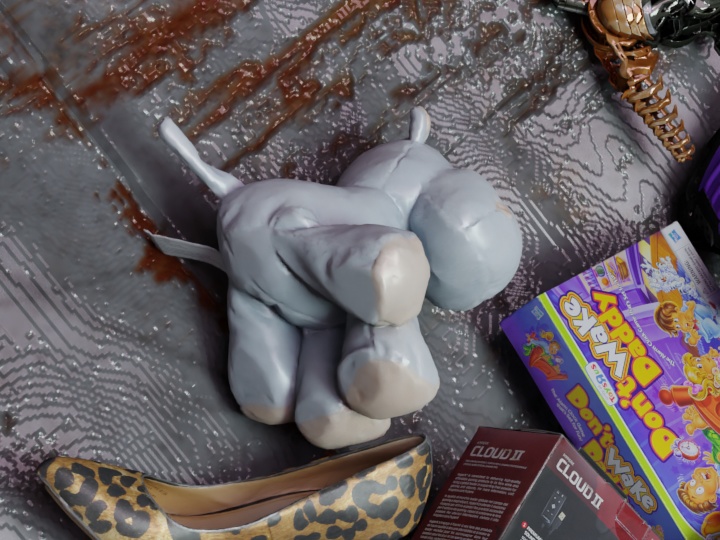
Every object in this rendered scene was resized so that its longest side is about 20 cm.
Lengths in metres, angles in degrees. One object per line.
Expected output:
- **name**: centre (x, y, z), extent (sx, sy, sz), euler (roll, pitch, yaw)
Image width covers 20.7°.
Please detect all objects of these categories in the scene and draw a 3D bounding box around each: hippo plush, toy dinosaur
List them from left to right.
- **hippo plush**: centre (0.000, 0.000, 1.138), extent (0.200, 0.160, 0.161), euler (31, 37, 29)
- **toy dinosaur**: centre (0.187, -0.173, 1.283), extent (0.136, 0.102, 0.200), euler (-10, 101, -11)

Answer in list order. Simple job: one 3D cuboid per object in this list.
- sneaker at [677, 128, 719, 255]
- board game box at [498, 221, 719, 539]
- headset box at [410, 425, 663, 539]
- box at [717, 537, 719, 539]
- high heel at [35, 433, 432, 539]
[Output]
- **sneaker**: centre (0.247, -0.027, 1.248), extent (0.070, 0.099, 0.200), euler (42, 41, -26)
- **board game box**: centre (0.191, 0.085, 1.195), extent (0.134, 0.045, 0.200), euler (-26, 82, -37)
- **headset box**: centre (0.093, 0.193, 1.091), extent (0.149, 0.075, 0.200), euler (45, 65, -28)
- **box**: centre (0.276, 0.211, 1.184), extent (0.156, 0.041, 0.200), euler (-31, 126, -33)
- **high heel**: centre (-0.063, 0.109, 1.067), extent (0.200, 0.071, 0.143), euler (32, 104, -27)
